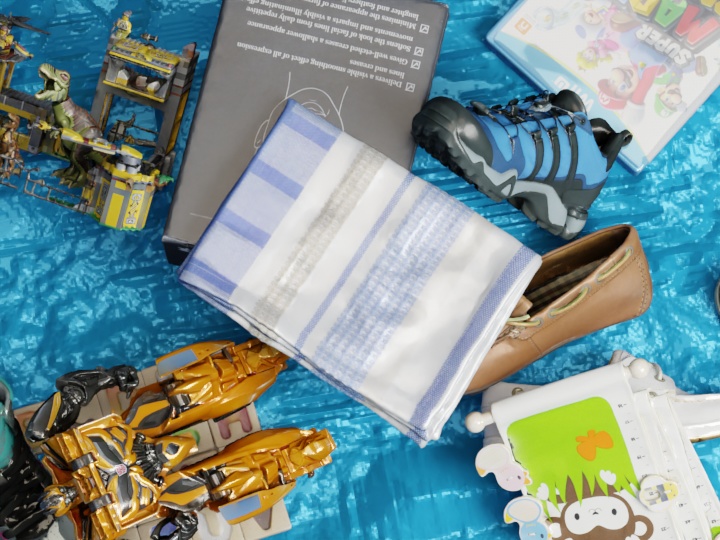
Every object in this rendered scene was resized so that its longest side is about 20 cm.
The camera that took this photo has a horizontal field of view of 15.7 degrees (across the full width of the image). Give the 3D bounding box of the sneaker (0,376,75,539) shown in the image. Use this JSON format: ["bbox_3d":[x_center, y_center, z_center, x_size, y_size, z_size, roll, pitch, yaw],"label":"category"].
[{"bbox_3d":[-0.236,0.129,1.688,0.084,0.121,0.200,-40,84,-7],"label":"sneaker"}]

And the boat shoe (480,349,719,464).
[{"bbox_3d":[0.178,0.086,1.736,0.199,0.071,0.070,-6,82,-1],"label":"boat shoe"}]

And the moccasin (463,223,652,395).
[{"bbox_3d":[0.098,0.026,1.731,0.201,0.074,0.078,-20,126,-4],"label":"moccasin"}]

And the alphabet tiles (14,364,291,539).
[{"bbox_3d":[-0.155,0.156,1.750,0.199,0.008,0.168,-17,82,-3],"label":"alphabet tiles"}]

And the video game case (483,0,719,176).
[{"bbox_3d":[0.203,-0.185,1.805,0.143,0.018,0.200,42,83,4],"label":"video game case"}]

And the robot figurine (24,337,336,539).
[{"bbox_3d":[-0.119,0.115,1.691,0.200,0.058,0.145,-22,84,-36],"label":"robot figurine"}]

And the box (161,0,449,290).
[{"bbox_3d":[-0.036,-0.089,1.740,0.148,0.107,0.201,14,81,0],"label":"box"}]

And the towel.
[{"bbox_3d":[0.000,0.000,1.662,0.200,0.024,0.147,33,81,4],"label":"towel"}]

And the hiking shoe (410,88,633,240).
[{"bbox_3d":[0.103,-0.089,1.704,0.074,0.200,0.087,37,97,31],"label":"hiking shoe"}]

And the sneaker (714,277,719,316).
[{"bbox_3d":[0.330,0.050,1.727,0.200,0.106,0.075,33,82,4],"label":"sneaker"}]

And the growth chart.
[{"bbox_3d":[0.167,0.151,1.708,0.144,0.018,0.200,-27,106,15],"label":"growth chart"}]

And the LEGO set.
[{"bbox_3d":[-0.196,-0.117,1.716,0.200,0.154,0.116,21,109,13],"label":"LEGO set"}]
